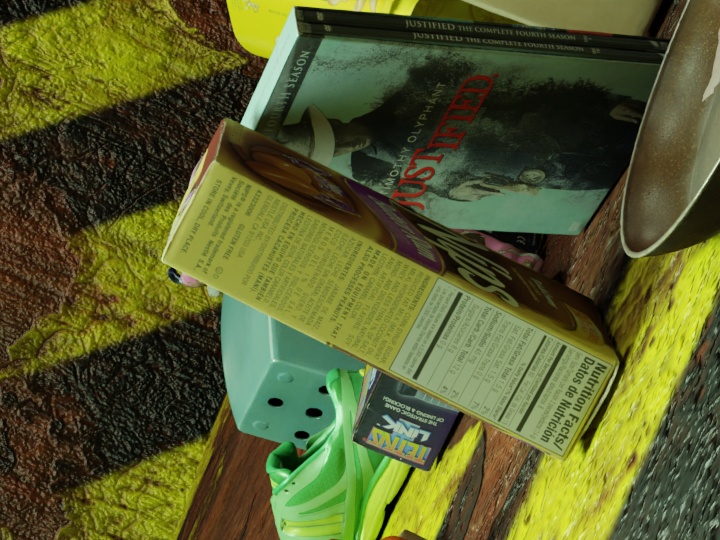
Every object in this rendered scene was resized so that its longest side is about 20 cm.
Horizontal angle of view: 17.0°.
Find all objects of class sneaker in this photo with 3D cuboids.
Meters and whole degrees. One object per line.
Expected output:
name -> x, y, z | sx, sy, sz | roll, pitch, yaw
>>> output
sneaker -> -0.026, 0.148, 1.524 | 0.074, 0.083, 0.200 | -92, 24, -75

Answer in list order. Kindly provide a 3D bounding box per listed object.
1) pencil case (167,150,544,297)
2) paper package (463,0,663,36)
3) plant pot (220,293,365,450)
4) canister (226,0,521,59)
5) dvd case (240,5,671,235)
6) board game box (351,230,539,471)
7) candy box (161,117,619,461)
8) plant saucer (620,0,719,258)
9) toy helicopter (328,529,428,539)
pencil case -> 0.000, 0.000, 1.281 | 0.083, 0.200, 0.087 | 98, -168, -70
paper package -> 0.099, -0.241, 1.271 | 0.104, 0.190, 0.200 | -80, 12, -65
plant pot -> -0.021, 0.023, 1.716 | 0.141, 0.141, 0.200 | 118, 164, -47
canister -> 0.027, -0.168, 1.501 | 0.200, 0.148, 0.087 | 22, 131, 51
dvd case -> 0.042, -0.069, 1.172 | 0.146, 0.200, 0.022 | 120, 148, -50
board game box -> 0.057, -0.004, 1.456 | 0.200, 0.057, 0.165 | -77, 9, -57
candy box -> 0.014, 0.005, 1.092 | 0.057, 0.200, 0.117 | -61, 7, 11
plant saucer -> 0.159, -0.093, 0.966 | 0.200, 0.032, 0.201 | -159, 90, -84
toy helicopter -> 0.004, 0.177, 1.221 | 0.200, 0.079, 0.132 | -50, -21, -67
